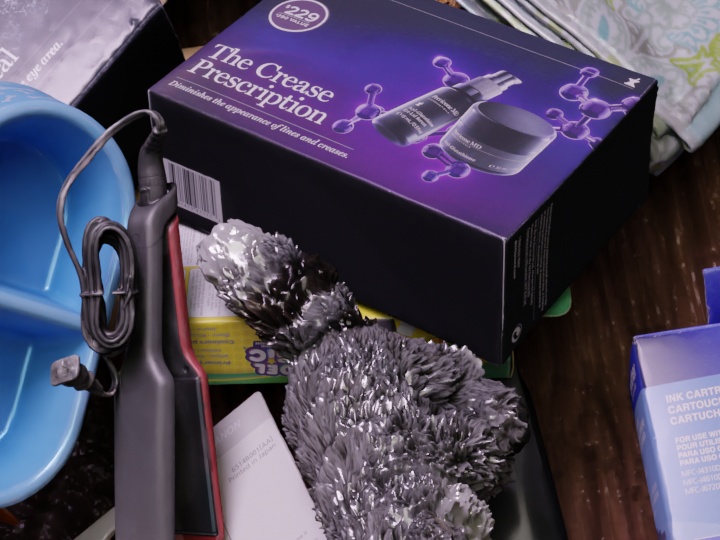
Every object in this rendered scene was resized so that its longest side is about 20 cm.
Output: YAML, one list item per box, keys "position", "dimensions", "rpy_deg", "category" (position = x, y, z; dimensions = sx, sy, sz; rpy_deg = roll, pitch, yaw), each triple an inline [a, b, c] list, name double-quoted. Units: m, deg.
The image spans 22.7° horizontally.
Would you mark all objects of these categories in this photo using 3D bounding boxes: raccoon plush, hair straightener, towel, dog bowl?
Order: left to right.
- position: [-0.162, 0.014, 0.799]
  dimensions: [0.049, 0.111, 0.202]
  rpy_deg: [5, 78, 56]
  category: "dog bowl"
- position: [-0.098, 0.031, 0.785]
  dimensions: [0.041, 0.077, 0.203]
  rpy_deg: [4, 98, 35]
  category: "hair straightener"
- position: [-0.018, 0.077, 0.754]
  dimensions: [0.199, 0.134, 0.097]
  rpy_deg: [32, 115, 9]
  category: "raccoon plush"
- position: [0.144, -0.161, 0.919]
  dimensions: [0.171, 0.048, 0.200]
  rpy_deg: [43, 57, 2]
  category: "towel"

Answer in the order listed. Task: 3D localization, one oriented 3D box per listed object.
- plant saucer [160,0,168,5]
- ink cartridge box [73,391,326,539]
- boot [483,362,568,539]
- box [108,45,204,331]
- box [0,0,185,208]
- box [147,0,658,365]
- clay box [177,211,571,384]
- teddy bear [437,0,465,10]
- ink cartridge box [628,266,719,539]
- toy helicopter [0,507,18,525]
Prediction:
- position: [-0.132, -0.230, 0.980]
  dimensions: [0.035, 0.201, 0.201]
  rpy_deg: [-9, 57, -44]
  category: "plant saucer"
- position: [-0.080, 0.183, 0.821]
  dimensions: [0.199, 0.045, 0.177]
  rpy_deg: [-39, 47, 9]
  category: "ink cartridge box"
- position: [0.024, 0.155, 0.837]
  dimensions: [0.163, 0.066, 0.202]
  rpy_deg: [-11, 69, -5]
  category: "boot"
- position: [-0.155, -0.035, 0.962]
  dimensions: [0.198, 0.021, 0.165]
  rpy_deg: [-7, 68, 3]
  category: "box"
- position: [-0.221, -0.085, 0.915]
  dimensions: [0.199, 0.118, 0.197]
  rpy_deg: [34, 75, 18]
  category: "box"
- position: [0.020, -0.059, 0.850]
  dimensions: [0.199, 0.079, 0.141]
  rpy_deg: [24, 45, 26]
  category: "box"
- position: [0.000, 0.000, 0.877]
  dimensions: [0.197, 0.048, 0.116]
  rpy_deg: [0, 42, 1]
  category: "clay box"
- position: [0.053, -0.201, 0.961]
  dimensions: [0.066, 0.144, 0.202]
  rpy_deg: [-24, 51, 45]
  category: "teddy bear"
- position: [0.202, 0.095, 0.837]
  dimensions: [0.135, 0.077, 0.202]
  rpy_deg: [-9, 65, 3]
  category: "ink cartridge box"
- position: [-0.180, 0.150, 0.846]
  dimensions: [0.198, 0.079, 0.133]
  rpy_deg: [-7, 53, 18]
  category: "toy helicopter"
